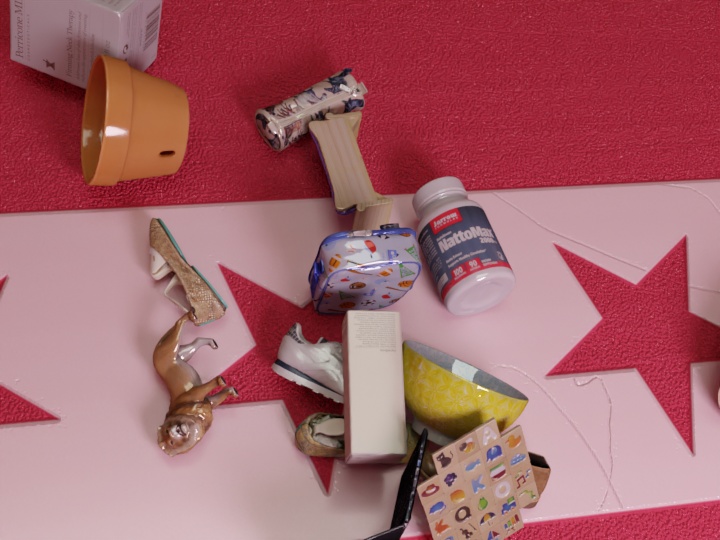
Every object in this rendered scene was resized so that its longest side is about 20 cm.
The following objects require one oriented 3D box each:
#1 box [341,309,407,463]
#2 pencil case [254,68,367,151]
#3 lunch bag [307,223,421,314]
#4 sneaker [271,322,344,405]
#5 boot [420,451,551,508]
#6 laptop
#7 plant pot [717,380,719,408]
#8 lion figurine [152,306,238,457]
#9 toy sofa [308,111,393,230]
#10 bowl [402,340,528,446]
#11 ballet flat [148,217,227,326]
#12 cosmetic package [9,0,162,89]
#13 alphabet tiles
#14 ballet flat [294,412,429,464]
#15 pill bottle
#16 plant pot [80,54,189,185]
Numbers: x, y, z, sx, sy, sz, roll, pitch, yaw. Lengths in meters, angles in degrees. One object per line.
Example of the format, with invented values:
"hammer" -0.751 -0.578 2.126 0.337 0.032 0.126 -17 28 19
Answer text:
"box" 0.017 0.160 1.370 0.081 0.068 0.203 3 70 -8
"pencil case" -0.086 -0.273 1.697 0.199 0.089 0.079 -30 91 -25
"lunch bag" 0.000 0.000 1.477 0.158 0.200 0.077 -5 67 -13
"sneaker" -0.029 0.148 1.438 0.198 0.076 0.081 24 82 7
"boot" 0.172 0.272 1.386 0.197 0.076 0.074 13 34 -17
"laptop" 0.007 0.317 1.296 0.102 0.178 0.202 15 58 0
"plant pot" 0.645 0.124 1.536 0.184 0.188 0.201 17 44 2
"lion figurine" -0.252 0.157 1.415 0.121 0.073 0.201 -31 56 6
"toy sofa" -0.022 -0.158 1.641 0.096 0.083 0.202 -11 61 -15
"bowl" 0.128 0.189 1.417 0.198 0.200 0.109 25 94 7
"ballet flat" -0.280 0.004 1.510 0.065 0.071 0.200 -36 66 -12
"cosmetic package" -0.455 -0.423 1.663 0.197 0.169 0.167 21 41 5
"alphabet tiles" 0.159 0.296 1.333 0.165 0.202 0.006 -27 31 -15
"ballet flat" 0.006 0.234 1.413 0.197 0.071 0.072 4 58 -7
"pill bottle" 0.155 -0.042 1.578 0.118 0.120 0.202 -13 61 -17
"plant pot" -0.356 -0.230 1.579 0.138 0.200 0.202 4 56 -27
